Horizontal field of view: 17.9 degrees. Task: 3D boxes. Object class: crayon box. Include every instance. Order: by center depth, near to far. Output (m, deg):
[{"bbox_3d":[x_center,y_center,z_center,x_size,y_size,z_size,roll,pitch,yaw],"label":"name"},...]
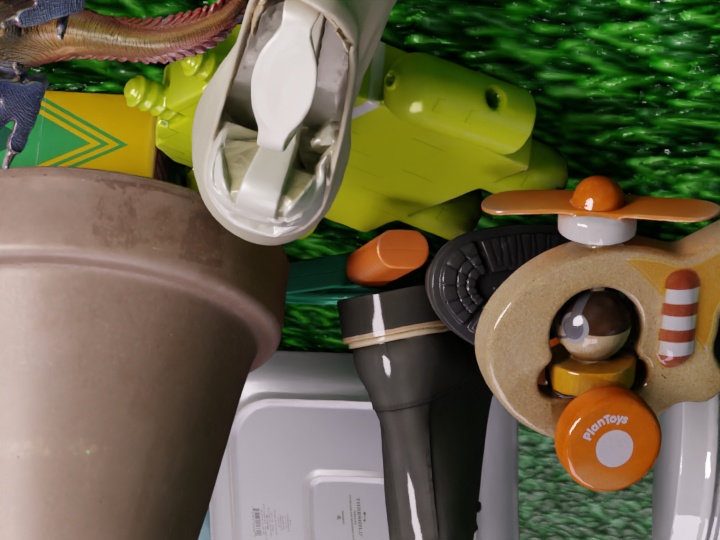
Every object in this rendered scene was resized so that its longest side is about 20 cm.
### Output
[{"bbox_3d":[-0.174,-0.025,1.136,0.172,0.058,0.200,4,159,4],"label":"crayon box"}]

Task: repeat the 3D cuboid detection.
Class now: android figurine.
[{"bbox_3d":[-0.009,-0.060,1.028,0.200,0.041,0.182,19,156,-36],"label":"android figurine"}]

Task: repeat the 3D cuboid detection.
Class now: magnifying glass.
[{"bbox_3d":[0.000,0.000,1.147,0.079,0.022,0.200,1,175,-11],"label":"magnifying glass"}]

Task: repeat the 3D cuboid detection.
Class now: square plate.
[{"bbox_3d":[-0.002,0.147,1.380,0.198,0.200,0.028,1,-165,12],"label":"square plate"}]

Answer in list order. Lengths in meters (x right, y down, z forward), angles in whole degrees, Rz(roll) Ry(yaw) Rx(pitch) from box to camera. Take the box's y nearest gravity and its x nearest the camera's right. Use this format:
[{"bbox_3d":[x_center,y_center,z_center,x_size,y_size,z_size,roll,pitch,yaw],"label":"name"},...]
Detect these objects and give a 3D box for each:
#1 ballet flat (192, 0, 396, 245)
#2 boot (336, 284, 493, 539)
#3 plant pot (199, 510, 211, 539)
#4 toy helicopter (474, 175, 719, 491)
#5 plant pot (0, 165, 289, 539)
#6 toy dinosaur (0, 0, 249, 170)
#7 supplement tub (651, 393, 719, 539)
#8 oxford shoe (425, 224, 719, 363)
[{"bbox_3d":[-0.034,-0.061,0.918,0.069,0.070,0.200,9,140,-7],"label":"ballet flat"},{"bbox_3d":[0.044,0.082,1.189,0.077,0.139,0.200,-11,174,24],"label":"boot"},{"bbox_3d":[-0.159,0.213,1.526,0.195,0.200,0.196,6,-168,2],"label":"plant pot"},{"bbox_3d":[0.141,-0.003,1.024,0.200,0.079,0.132,-30,113,-1],"label":"toy helicopter"},{"bbox_3d":[-0.134,0.069,1.053,0.200,0.175,0.200,1,157,0],"label":"plant pot"},{"bbox_3d":[-0.177,-0.084,0.954,0.200,0.105,0.181,4,-176,-31],"label":"toy dinosaur"},{"bbox_3d":[0.267,0.114,1.258,0.200,0.145,0.145,5,159,1],"label":"supplement tub"},{"bbox_3d":[0.101,0.017,1.126,0.200,0.073,0.084,11,-179,-38],"label":"oxford shoe"}]
